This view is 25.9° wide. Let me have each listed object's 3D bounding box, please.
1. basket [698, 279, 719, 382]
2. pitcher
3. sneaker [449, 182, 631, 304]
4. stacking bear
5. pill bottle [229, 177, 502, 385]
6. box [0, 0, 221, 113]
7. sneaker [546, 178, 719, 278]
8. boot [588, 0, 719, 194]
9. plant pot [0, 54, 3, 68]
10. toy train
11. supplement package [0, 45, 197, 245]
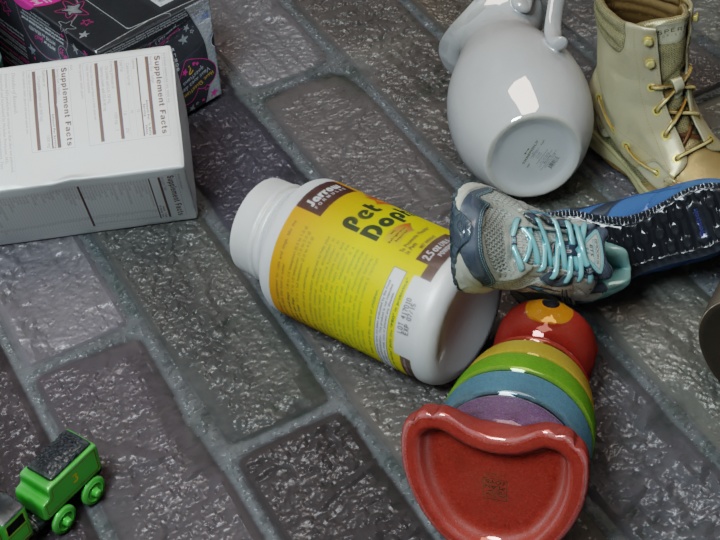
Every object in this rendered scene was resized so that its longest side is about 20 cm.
[{"bbox_3d":[0.339,0.003,1.126,0.179,0.137,0.200,26,54,31],"label":"basket"},{"bbox_3d":[0.138,-0.173,1.310,0.120,0.173,0.201,15,36,-18],"label":"pitcher"},{"bbox_3d":[0.129,-0.019,1.101,0.085,0.199,0.079,-3,82,31],"label":"sneaker"},{"bbox_3d":[0.112,0.091,1.068,0.120,0.115,0.200,8,33,16],"label":"stacking bear"},{"bbox_3d":[0.000,0.000,1.178,0.198,0.110,0.109,24,50,29],"label":"pill bottle"},{"bbox_3d":[-0.238,-0.218,1.440,0.132,0.116,0.199,-32,50,-28],"label":"box"},{"bbox_3d":[0.207,-0.025,1.222,0.198,0.067,0.078,-13,0,16],"label":"sneaker"},{"bbox_3d":[0.254,-0.134,1.261,0.072,0.157,0.200,-24,48,-22],"label":"boot"},{"bbox_3d":[-0.395,-0.200,1.358,0.141,0.143,0.199,-31,19,-26],"label":"plant pot"},{"bbox_3d":[-0.245,0.183,1.044,0.041,0.057,0.200,22,49,28],"label":"toy train"},{"bbox_3d":[-0.240,-0.099,1.287,0.197,0.114,0.111,-8,70,-3],"label":"supplement package"}]
